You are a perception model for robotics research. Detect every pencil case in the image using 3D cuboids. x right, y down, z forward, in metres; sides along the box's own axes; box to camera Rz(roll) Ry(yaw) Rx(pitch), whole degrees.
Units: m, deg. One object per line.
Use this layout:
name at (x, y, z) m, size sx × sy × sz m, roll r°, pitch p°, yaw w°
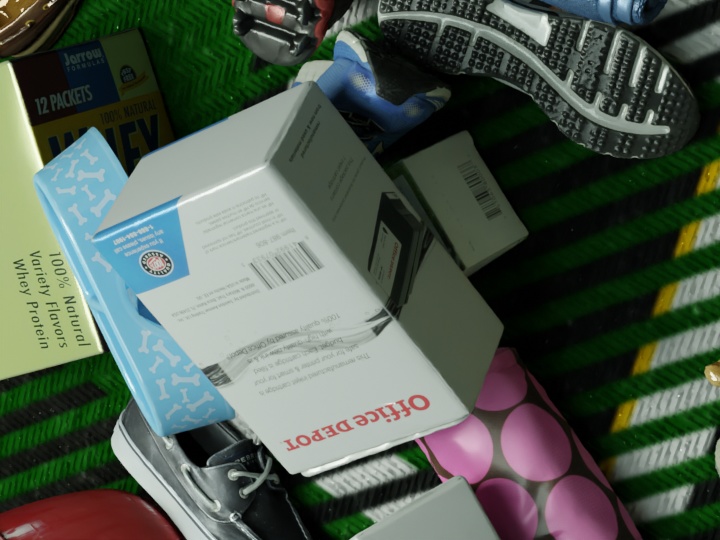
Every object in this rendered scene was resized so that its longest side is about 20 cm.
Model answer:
pencil case at (0.107, 0.150, 1.587) m, size 0.094 × 0.091 × 0.201 m, roll -37°, pitch 79°, yaw 35°

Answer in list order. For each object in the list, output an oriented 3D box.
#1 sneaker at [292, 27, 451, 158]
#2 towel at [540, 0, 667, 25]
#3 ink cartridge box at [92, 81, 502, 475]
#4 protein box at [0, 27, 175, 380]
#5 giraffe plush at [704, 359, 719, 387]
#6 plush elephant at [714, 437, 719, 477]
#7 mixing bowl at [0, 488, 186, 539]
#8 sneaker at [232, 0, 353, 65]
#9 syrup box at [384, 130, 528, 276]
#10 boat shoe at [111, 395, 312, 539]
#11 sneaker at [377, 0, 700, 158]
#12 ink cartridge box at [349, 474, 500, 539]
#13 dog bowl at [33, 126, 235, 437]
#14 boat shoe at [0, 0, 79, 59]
sneaker at (-0.007, -0.083, 1.545) m, size 0.078 × 0.090 × 0.200 m, roll 28°, pitch 167°, yaw -9°
towel at (0.100, -0.214, 1.483) m, size 0.199 × 0.049 × 0.112 m, roll 24°, pitch 81°, yaw 25°
ink cartridge box at (-0.034, 0.009, 1.503) m, size 0.144 × 0.084 × 0.200 m, roll -20°, pitch 119°, yaw 37°
protein box at (-0.230, -0.036, 1.743) m, size 0.199 × 0.135 × 0.200 m, roll -15°, pitch 95°, yaw 38°
giraffe plush at (0.280, -0.013, 1.395) m, size 0.200 × 0.171 × 0.164 m, roll -166°, pitch 76°, yaw -69°
plush elephant at (0.280, 0.146, 1.415) m, size 0.199 × 0.154 × 0.166 m, roll -32°, pitch 86°, yaw 38°
mixing bowl at (-0.165, 0.225, 1.766) m, size 0.200 × 0.108 × 0.201 m, roll 49°, pitch 162°, yaw 22°
sneaker at (-0.024, -0.226, 1.556) m, size 0.070 × 0.098 × 0.202 m, roll 24°, pitch 127°, yaw 17°
syrup box at (0.000, 0.000, 1.621) m, size 0.200 × 0.081 × 0.079 m, roll -34°, pitch 86°, yaw 38°
boat shoe at (-0.087, 0.145, 1.739) m, size 0.200 × 0.071 × 0.068 m, roll 44°, pitch 126°, yaw 26°
sneaker at (0.112, -0.132, 1.517) m, size 0.199 × 0.080 × 0.074 m, roll 28°, pitch 111°, yaw 8°
ink cartridge box at (0.040, 0.226, 1.600) m, size 0.145 × 0.084 × 0.200 m, roll 60°, pitch 160°, yaw 7°
dog bowl at (-0.142, 0.012, 1.594) m, size 0.201 × 0.049 × 0.111 m, roll 65°, pitch 170°, yaw -8°
boat shoe at (-0.209, -0.213, 1.717) m, size 0.072 × 0.067 × 0.200 m, roll 49°, pitch 125°, yaw 14°
